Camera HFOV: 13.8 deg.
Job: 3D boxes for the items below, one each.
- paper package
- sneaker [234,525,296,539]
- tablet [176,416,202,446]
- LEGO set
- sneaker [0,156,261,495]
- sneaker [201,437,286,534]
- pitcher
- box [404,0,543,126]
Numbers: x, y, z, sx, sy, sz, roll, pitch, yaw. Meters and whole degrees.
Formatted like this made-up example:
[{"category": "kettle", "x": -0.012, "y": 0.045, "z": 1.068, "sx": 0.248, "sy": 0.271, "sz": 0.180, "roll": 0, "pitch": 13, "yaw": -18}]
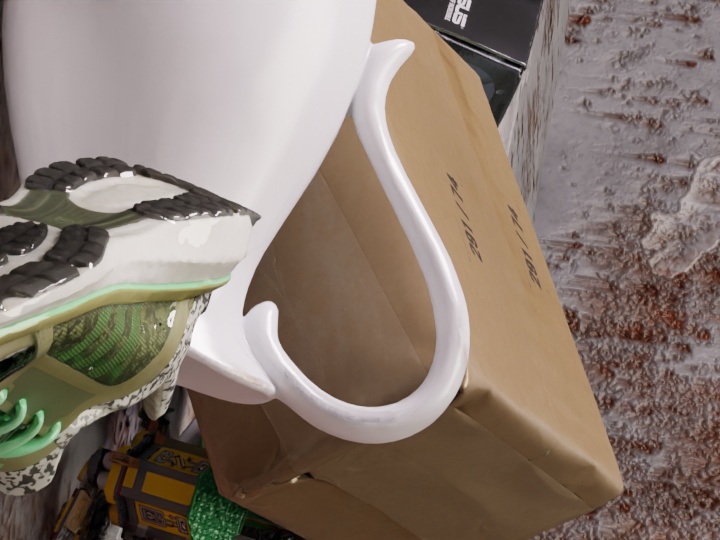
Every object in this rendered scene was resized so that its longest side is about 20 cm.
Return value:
[{"category": "paper package", "x": 0.000, "y": 0.000, "z": 1.107, "sx": 0.191, "sy": 0.103, "sz": 0.200, "roll": 38, "pitch": 30, "yaw": -61}, {"category": "sneaker", "x": -0.062, "y": 0.171, "z": 1.261, "sx": 0.200, "sy": 0.070, "sz": 0.094, "roll": 137, "pitch": -37, "yaw": -65}, {"category": "tablet", "x": -0.038, "y": 0.049, "z": 1.354, "sx": 0.200, "sy": 0.014, "sz": 0.130, "roll": -54, "pitch": 168, "yaw": -30}, {"category": "LEGO set", "x": -0.094, "y": 0.144, "z": 1.117, "sx": 0.154, "sy": 0.116, "sz": 0.201, "roll": 9, "pitch": 93, "yaw": -58}, {"category": "sneaker", "x": -0.096, "y": 0.027, "z": 0.836, "sx": 0.200, "sy": 0.077, "sz": 0.089, "roll": -17, "pitch": 118, "yaw": -57}, {"category": "sneaker", "x": -0.022, "y": 0.086, "z": 1.287, "sx": 0.084, "sy": 0.077, "sz": 0.200, "roll": -62, "pitch": 172, "yaw": -23}, {"category": "pitcher", "x": -0.038, "y": -0.049, "z": 0.977, "sx": 0.121, "sy": 0.171, "sz": 0.201, "roll": 124, "pitch": -24, "yaw": -77}, {"category": "box", "x": 0.021, "y": -0.089, "z": 1.481, "sx": 0.164, "sy": 0.086, "sz": 0.200, "roll": -73, "pitch": -173, "yaw": -51}]
